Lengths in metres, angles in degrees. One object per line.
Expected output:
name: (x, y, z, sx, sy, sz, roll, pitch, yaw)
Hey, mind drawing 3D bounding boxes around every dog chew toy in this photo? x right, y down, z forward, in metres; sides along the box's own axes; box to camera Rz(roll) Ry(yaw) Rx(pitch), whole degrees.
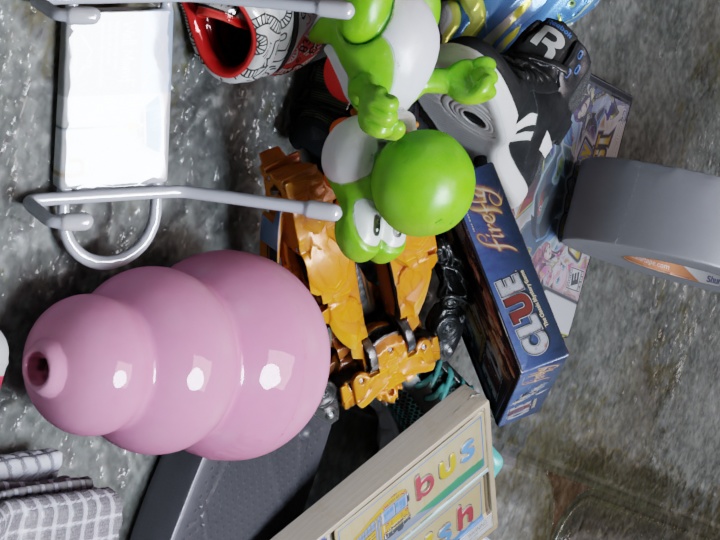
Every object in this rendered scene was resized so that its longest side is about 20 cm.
dog chew toy: (-0.110, 0.051, 1.306, 0.199, 0.124, 0.125, -2, 105, -50)

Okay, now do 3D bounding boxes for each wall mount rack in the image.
wall mount rack: (-0.098, -0.091, 1.258, 0.173, 0.074, 0.201, -5, 109, -28)

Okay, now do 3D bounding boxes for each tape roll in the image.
tape roll: (0.255, -0.028, 1.718, 0.200, 0.199, 0.067, 22, 82, -58)

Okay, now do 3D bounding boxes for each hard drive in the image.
hard drive: (-0.090, 0.159, 1.449, 0.135, 0.042, 0.201, 38, 70, -57)

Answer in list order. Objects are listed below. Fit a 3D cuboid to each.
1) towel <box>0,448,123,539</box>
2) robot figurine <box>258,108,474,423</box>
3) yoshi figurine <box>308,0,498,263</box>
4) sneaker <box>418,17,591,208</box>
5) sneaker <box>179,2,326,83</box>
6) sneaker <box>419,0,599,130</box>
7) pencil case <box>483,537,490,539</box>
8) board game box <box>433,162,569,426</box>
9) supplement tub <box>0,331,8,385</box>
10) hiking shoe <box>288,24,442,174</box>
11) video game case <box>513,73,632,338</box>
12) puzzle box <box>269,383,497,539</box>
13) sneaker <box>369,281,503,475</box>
towel: (-0.208, 0.205, 1.243, 0.165, 0.085, 0.201, -2, 105, -58)
robot figurine: (0.000, 0.000, 1.433, 0.144, 0.058, 0.201, -26, 130, -21)
yoshi figurine: (0.030, -0.103, 1.304, 0.112, 0.112, 0.201, -161, -107, -82)
sneaker: (0.096, -0.128, 1.461, 0.112, 0.073, 0.200, -56, 162, -13)
sneaker: (-0.053, -0.208, 1.328, 0.108, 0.067, 0.203, -29, 129, -53)
sneaker: (0.106, -0.171, 1.547, 0.076, 0.104, 0.201, 22, 83, -81)
pencil case: (0.030, 0.270, 1.645, 0.201, 0.083, 0.091, -68, 161, -10)
board game box: (0.090, 0.021, 1.529, 0.200, 0.034, 0.136, 94, -25, -76)
supplement tub: (-0.256, 0.103, 1.070, 0.140, 0.140, 0.201, 20, 86, -58)
hiking shoe: (-0.001, -0.114, 1.442, 0.101, 0.075, 0.201, -43, 138, -45)
video game case: (0.138, -0.058, 1.732, 0.180, 0.025, 0.201, 17, 88, -58)
puzzle box: (0.014, 0.179, 1.524, 0.200, 0.025, 0.134, -37, 140, -27)
sneaker: (0.050, 0.085, 1.592, 0.078, 0.091, 0.200, -57, 144, -28)
